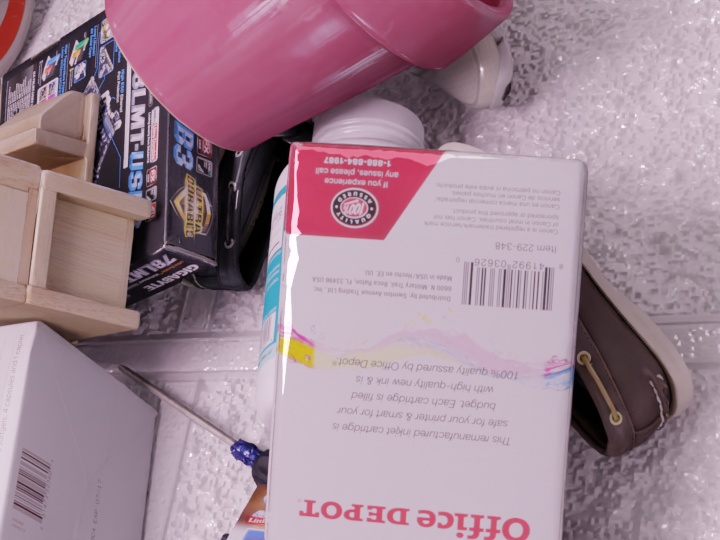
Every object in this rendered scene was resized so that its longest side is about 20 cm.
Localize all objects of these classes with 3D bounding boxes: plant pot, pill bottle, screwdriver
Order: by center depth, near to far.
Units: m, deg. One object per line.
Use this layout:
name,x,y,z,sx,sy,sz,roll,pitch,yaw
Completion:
plant pot,-0.042,-0.172,0.906,0.179,0.200,0.201,-37,51,21
pill bottle,0.000,0.000,0.925,0.110,0.111,0.201,-9,59,23
screwdriver,-0.089,0.102,0.963,0.199,0.028,0.029,24,47,33

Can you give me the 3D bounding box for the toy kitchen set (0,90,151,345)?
toy kitchen set,-0.250,-0.048,0.946,0.200,0.180,0.164,-12,69,45

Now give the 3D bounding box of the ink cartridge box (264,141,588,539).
ink cartridge box,0.034,0.040,0.787,0.147,0.086,0.201,5,94,7

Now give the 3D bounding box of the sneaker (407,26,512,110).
sneaker,0.019,-0.163,1.013,0.081,0.075,0.200,-24,53,-31

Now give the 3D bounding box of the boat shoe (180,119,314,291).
boat shoe,-0.057,-0.075,1.023,0.066,0.075,0.200,19,73,33

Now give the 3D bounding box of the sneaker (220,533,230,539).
sneaker,-0.024,0.213,0.843,0.200,0.070,0.082,30,95,45

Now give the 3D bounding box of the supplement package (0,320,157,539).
supplement package,-0.252,0.155,0.945,0.199,0.147,0.192,-9,59,22

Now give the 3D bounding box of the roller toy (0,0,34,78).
roller toy,-0.344,-0.217,1.184,0.139,0.200,0.183,14,64,32

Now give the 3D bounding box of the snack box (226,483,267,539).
snack box,0.029,0.157,0.818,0.199,0.024,0.072,9,31,14

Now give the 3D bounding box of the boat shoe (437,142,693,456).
boat shoe,0.092,0.014,0.858,0.059,0.072,0.200,-33,73,-27

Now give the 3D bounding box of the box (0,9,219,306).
box,-0.170,-0.071,1.038,0.198,0.050,0.201,-22,61,40
